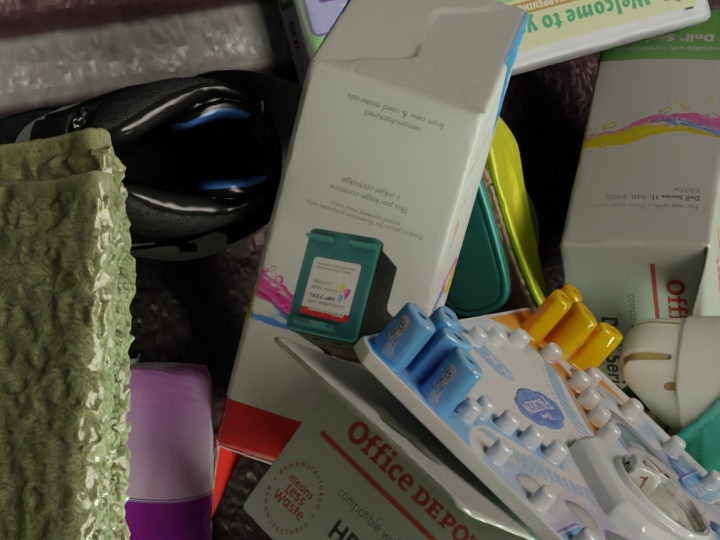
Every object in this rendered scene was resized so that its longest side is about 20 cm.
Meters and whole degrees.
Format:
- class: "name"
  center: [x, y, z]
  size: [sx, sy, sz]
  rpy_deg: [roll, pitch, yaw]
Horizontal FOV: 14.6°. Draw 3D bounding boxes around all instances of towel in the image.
- class: "towel"
  center: [-0.138, 0.055, 0.941]
  size: [0.036, 0.148, 0.200]
  rpy_deg: [16, 72, -59]

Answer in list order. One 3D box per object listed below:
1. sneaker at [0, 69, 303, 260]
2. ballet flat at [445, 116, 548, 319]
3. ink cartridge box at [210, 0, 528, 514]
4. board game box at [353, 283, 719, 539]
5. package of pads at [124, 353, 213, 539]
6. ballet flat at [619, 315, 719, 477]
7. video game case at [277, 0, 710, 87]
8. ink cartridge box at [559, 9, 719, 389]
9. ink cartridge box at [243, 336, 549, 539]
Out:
- class: "sneaker"
  center: [-0.054, -0.040, 1.072]
  size: [0.200, 0.112, 0.073]
  rpy_deg: [-16, 96, -48]
- class: "ballet flat"
  center: [0.063, 0.023, 1.232]
  size: [0.067, 0.067, 0.200]
  rpy_deg: [-16, 95, -62]
- class: "ink cartridge box"
  center: [0.000, 0.000, 1.061]
  size: [0.116, 0.067, 0.200]
  rpy_deg: [-65, 171, -63]
- class: "board game box"
  center: [0.107, 0.080, 0.992]
  size: [0.200, 0.026, 0.200]
  rpy_deg: [44, 15, 14]
- class: "package of pads"
  center: [-0.111, 0.126, 1.010]
  size: [0.120, 0.076, 0.200]
  rpy_deg: [7, 79, -48]
- class: "ballet flat"
  center: [0.115, 0.060, 1.127]
  size: [0.070, 0.200, 0.067]
  rpy_deg: [38, 35, -20]
- class: "video game case"
  center: [0.044, -0.173, 1.211]
  size: [0.200, 0.022, 0.182]
  rpy_deg: [-17, 93, -26]
- class: "ink cartridge box"
  center: [0.132, -0.010, 1.246]
  size: [0.200, 0.067, 0.117]
  rpy_deg: [-75, 160, -45]
- class: "ink cartridge box"
  center: [0.041, 0.102, 0.990]
  size: [0.200, 0.115, 0.068]
  rpy_deg: [27, 100, -49]
